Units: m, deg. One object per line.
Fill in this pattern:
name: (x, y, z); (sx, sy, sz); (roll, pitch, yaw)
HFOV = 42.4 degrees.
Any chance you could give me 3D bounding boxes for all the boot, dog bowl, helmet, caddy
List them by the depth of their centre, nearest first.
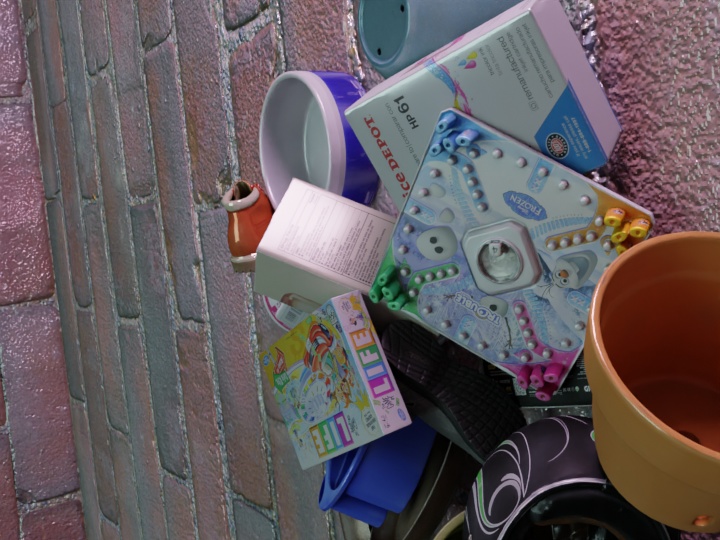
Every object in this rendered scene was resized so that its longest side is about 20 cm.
helmet: (0.178, 0.226, 0.800); (0.191, 0.197, 0.204); (-39, -56, -82)
boot: (0.074, 0.137, 0.941); (0.200, 0.070, 0.132); (46, 150, -1)
caddy: (0.015, 0.189, 1.056); (0.202, 0.104, 0.142); (-66, 6, -35)
dog bowl: (-0.056, -0.156, 1.208); (0.199, 0.078, 0.204); (19, 113, 56)
boot: (-0.141, -0.084, 1.291); (0.200, 0.074, 0.109); (-74, -29, -68)

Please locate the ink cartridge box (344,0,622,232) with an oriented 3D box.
ink cartridge box: (0.106, -0.130, 0.821); (0.198, 0.085, 0.146); (-23, 105, 34)

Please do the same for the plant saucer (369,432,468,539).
plant saucer: (0.071, 0.237, 1.037); (0.202, 0.034, 0.200); (-60, 6, 11)

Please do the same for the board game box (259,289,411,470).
board game box: (-0.032, 0.117, 0.938); (0.200, 0.034, 0.136); (-39, 71, 57)

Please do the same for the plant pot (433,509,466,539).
plant pot: (0.119, 0.346, 0.958); (0.190, 0.197, 0.203); (132, 124, -68)

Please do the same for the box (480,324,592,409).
box: (0.184, 0.048, 0.883); (0.199, 0.049, 0.162); (-18, 79, 59)

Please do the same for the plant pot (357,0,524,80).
plant pot: (0.075, -0.247, 0.913); (0.199, 0.133, 0.204); (21, 115, 56)

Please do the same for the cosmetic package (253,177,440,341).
cosmetic package: (0.000, 0.000, 0.947); (0.088, 0.198, 0.104); (106, -172, -58)

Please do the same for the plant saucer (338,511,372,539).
plant saucer: (-0.004, 0.322, 1.182); (0.200, 0.036, 0.204); (166, 90, -88)

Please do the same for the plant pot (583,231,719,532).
plant pot: (0.250, 0.091, 0.667); (0.201, 0.198, 0.141); (56, 157, 36)

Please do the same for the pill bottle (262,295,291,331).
pill bottle: (-0.040, 0.003, 1.184); (0.200, 0.112, 0.115); (-36, 66, 56)

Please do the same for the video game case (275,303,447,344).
video game case: (0.009, 0.047, 1.088); (0.181, 0.024, 0.200); (32, 138, -4)

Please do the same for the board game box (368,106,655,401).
board game box: (0.120, -0.008, 0.804); (0.198, 0.026, 0.202); (29, 123, 11)
